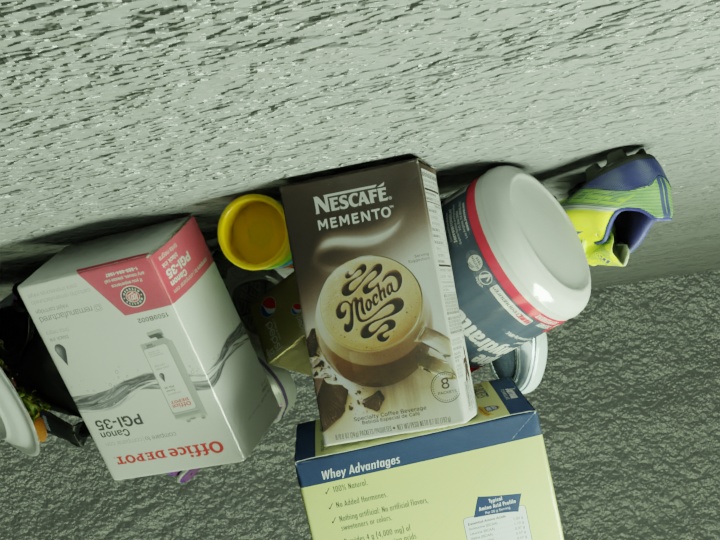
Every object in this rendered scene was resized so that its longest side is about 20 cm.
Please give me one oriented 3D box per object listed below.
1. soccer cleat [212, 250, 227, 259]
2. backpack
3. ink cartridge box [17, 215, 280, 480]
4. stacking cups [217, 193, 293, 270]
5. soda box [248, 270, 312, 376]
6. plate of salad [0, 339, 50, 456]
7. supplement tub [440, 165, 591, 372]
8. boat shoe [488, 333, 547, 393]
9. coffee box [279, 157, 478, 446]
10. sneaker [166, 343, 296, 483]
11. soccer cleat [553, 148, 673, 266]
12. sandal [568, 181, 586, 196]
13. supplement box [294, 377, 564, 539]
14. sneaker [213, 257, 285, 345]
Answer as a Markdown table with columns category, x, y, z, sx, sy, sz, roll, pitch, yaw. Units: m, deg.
| category | x | y | z | sx | sy | sz | roll | pitch | yaw |
| --- | --- | --- | --- | --- | --- | --- | --- | --- | --- |
| soccer cleat | -0.147 | 0.073 | 1.299 | 0.067 | 0.201 | 0.081 | 15 | -169 | -42 |
| backpack | -0.286 | 0.075 | 1.258 | 0.126 | 0.168 | 0.200 | -26 | -168 | -34 |
| ink cartridge box | -0.176 | 0.070 | 1.091 | 0.146 | 0.201 | 0.083 | -12 | -159 | 26 |
| stacking cups | -0.064 | -0.027 | 1.092 | 0.060 | 0.061 | 0.200 | -10 | 176 | 10 |
| soda box | -0.007 | 0.063 | 1.193 | 0.068 | 0.064 | 0.200 | -38 | 145 | 25 |
| plate of salad | -0.353 | 0.086 | 1.190 | 0.048 | 0.200 | 0.200 | -38 | -171 | -26 |
| supplement tub | 0.081 | 0.015 | 1.093 | 0.200 | 0.141 | 0.140 | -32 | 163 | 29 |
| boat shoe | 0.122 | 0.033 | 1.245 | 0.091 | 0.201 | 0.071 | -18 | -164 | -39 |
| coffee box | 0.015 | 0.024 | 0.989 | 0.113 | 0.201 | 0.080 | -11 | 177 | 12 |
| sneaker | -0.134 | 0.146 | 1.201 | 0.114 | 0.073 | 0.200 | -41 | 177 | -35 |
| soccer cleat | 0.199 | -0.031 | 1.134 | 0.064 | 0.084 | 0.200 | -6 | 157 | -33 |
| sandal | 0.233 | -0.072 | 1.249 | 0.076 | 0.043 | 0.200 | -2 | -176 | -1 |
| supplement box | 0.061 | 0.216 | 1.066 | 0.199 | 0.201 | 0.134 | -12 | -174 | -1 |
| sneaker | -0.145 | 0.017 | 1.219 | 0.200 | 0.078 | 0.099 | 27 | 171 | -29 |
